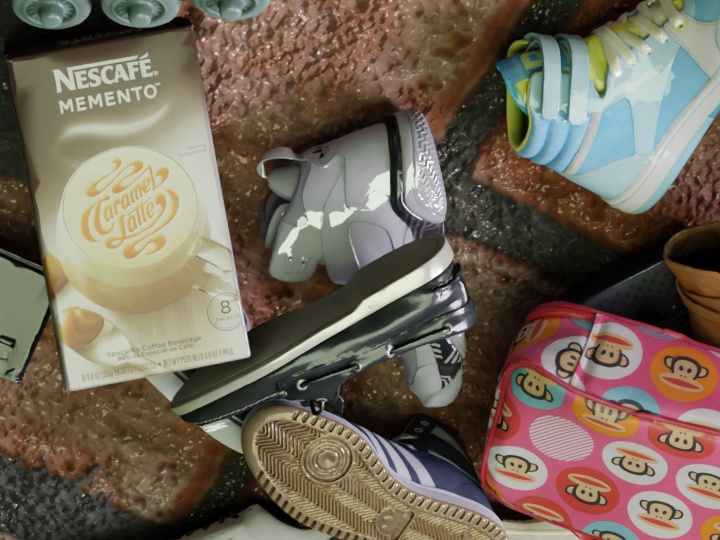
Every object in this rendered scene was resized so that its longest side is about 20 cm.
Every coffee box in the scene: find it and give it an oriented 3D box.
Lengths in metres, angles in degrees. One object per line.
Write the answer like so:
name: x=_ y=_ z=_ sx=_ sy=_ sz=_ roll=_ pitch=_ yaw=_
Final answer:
coffee box: x=-0.139 y=-0.041 z=1.653 sx=0.114 sy=0.080 sz=0.201 roll=-11 pitch=101 yaw=-5

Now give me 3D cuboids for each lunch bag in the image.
lunch bag: x=0.178 y=0.119 z=1.771 sx=0.200 sy=0.082 sz=0.176 roll=19 pitch=138 yaw=8

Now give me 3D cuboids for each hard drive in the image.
hard drive: x=0.215 y=0.068 z=1.836 sx=0.135 sy=0.042 sz=0.200 roll=-28 pitch=120 yaw=7

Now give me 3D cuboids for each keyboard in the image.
keyboard: x=-0.290 y=0.005 z=1.713 sx=0.200 sy=0.040 sz=0.104 roll=24 pitch=104 yaw=-7

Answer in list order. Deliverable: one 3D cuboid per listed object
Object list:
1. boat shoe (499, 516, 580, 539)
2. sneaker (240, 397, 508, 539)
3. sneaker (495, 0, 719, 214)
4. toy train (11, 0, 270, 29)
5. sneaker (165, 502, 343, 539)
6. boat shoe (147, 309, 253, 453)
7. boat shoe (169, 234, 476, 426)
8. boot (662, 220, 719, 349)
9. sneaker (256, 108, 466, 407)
boat shoe: x=0.093 y=0.207 z=1.868 sx=0.199 sy=0.067 sz=0.074 roll=-9 pitch=152 yaw=-4
sneaker: x=0.003 y=0.123 z=1.793 sx=0.200 sy=0.109 sz=0.070 roll=31 pitch=109 yaw=-22
sneaker: x=0.159 y=-0.135 z=1.689 sx=0.130 sy=0.080 sz=0.200 roll=18 pitch=114 yaw=-21
toy train: x=-0.129 y=-0.193 z=1.570 sx=0.199 sy=0.085 sz=0.114 roll=-2 pitch=153 yaw=6
sneaker: x=-0.095 y=0.195 z=1.851 sx=0.199 sy=0.074 sz=0.080 roll=1 pitch=80 yaw=0
boat shoe: x=-0.102 y=0.041 z=1.753 sx=0.068 sy=0.072 sz=0.200 roll=-41 pitch=111 yaw=15
boat shoe: x=-0.019 y=0.053 z=1.688 sx=0.199 sy=0.075 sz=0.066 roll=-31 pitch=108 yaw=8
boot: x=0.295 y=0.022 z=1.723 sx=0.200 sy=0.077 sz=0.155 roll=-2 pitch=138 yaw=34
sneaker: x=0.000 y=0.000 z=1.744 sx=0.115 sy=0.075 sz=0.200 roll=-10 pitch=117 yaw=-3
